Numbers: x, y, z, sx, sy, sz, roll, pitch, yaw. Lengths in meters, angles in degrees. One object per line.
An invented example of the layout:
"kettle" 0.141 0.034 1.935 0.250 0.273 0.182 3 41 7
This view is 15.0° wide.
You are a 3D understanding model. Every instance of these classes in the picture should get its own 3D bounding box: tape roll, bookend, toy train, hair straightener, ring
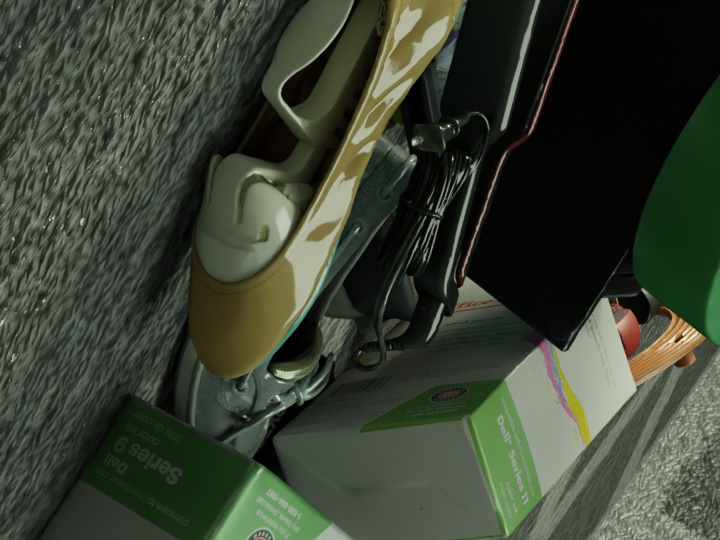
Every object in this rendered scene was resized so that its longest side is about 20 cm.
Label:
"tape roll" 0.209 -0.058 1.276 0.200 0.048 0.201 -42 157 -23
"bookend" 0.155 -0.070 1.341 0.200 0.092 0.199 -58 158 15
"toy train" 0.139 0.040 1.572 0.200 0.046 0.034 -44 124 -60
"hair straightener" 0.033 -0.049 1.148 0.077 0.041 0.201 7 109 -58
"ring" 0.128 0.060 1.625 0.200 0.019 0.200 -24 -168 5

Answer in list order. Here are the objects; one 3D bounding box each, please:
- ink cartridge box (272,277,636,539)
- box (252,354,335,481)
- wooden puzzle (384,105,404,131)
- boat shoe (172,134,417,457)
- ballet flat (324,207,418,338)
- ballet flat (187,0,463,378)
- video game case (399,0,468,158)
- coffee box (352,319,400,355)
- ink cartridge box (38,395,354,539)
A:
"ink cartridge box" 0.058 0.062 1.352 0.200 0.117 0.068 -41 116 -52
"box" -0.081 0.148 1.404 0.199 0.050 0.200 -54 168 -18
"wooden puzzle" 0.067 -0.149 1.273 0.200 0.037 0.185 -41 158 -45
"boat shoe" -0.031 0.016 1.232 0.074 0.065 0.203 -42 159 -55
"ballet flat" 0.000 0.000 1.328 0.073 0.073 0.200 -59 174 0
"ballet flat" -0.030 -0.053 1.119 0.063 0.069 0.201 24 95 -50
"video game case" 0.089 -0.143 1.250 0.200 0.025 0.181 -49 161 -14
"coffee box" 0.095 -0.012 1.562 0.200 0.080 0.114 -52 173 36
"ink cartridge box" -0.095 0.179 1.214 0.201 0.087 0.145 -59 146 -10
